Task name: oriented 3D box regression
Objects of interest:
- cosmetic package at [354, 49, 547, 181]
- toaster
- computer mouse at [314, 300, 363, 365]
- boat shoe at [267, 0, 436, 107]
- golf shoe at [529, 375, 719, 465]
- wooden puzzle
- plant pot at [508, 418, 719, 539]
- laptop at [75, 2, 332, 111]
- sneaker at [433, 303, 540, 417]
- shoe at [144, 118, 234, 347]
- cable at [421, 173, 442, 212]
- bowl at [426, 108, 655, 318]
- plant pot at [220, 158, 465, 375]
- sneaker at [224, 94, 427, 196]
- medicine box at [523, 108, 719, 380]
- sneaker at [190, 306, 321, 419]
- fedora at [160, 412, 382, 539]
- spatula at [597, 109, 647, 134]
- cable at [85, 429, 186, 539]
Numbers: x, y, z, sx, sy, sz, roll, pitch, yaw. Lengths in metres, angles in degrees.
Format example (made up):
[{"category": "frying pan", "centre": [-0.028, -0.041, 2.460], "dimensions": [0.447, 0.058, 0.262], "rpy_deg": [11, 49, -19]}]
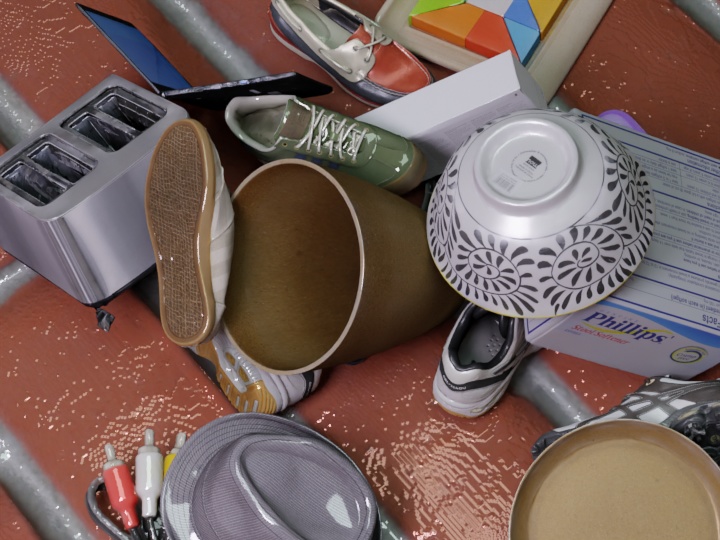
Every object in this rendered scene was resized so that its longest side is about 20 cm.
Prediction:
[{"category": "cosmetic package", "centre": [0.072, -0.135, 1.785], "dimensions": [0.200, 0.083, 0.051], "rpy_deg": [-22, 61, 19]}, {"category": "toaster", "centre": [-0.237, -0.070, 1.736], "dimensions": [0.181, 0.119, 0.200], "rpy_deg": [-40, 41, -19]}, {"category": "computer mouse", "centre": [-0.041, 0.003, 1.788], "dimensions": [0.059, 0.034, 0.200], "rpy_deg": [-8, 65, -24]}, {"category": "boat shoe", "centre": [-0.009, -0.228, 1.896], "dimensions": [0.200, 0.063, 0.071], "rpy_deg": [33, 64, 15]}, {"category": "golf shoe", "centre": [0.252, 0.144, 1.693], "dimensions": [0.200, 0.078, 0.095], "rpy_deg": [-9, 30, 6]}, {"category": "wooden puzzle", "centre": [0.141, -0.276, 1.939], "dimensions": [0.200, 0.037, 0.185], "rpy_deg": [26, 63, 13]}, {"category": "plant pot", "centre": [0.227, 0.228, 1.625], "dimensions": [0.200, 0.027, 0.200], "rpy_deg": [0, 86, 2]}, {"category": "laptop", "centre": [-0.145, -0.210, 1.803], "dimensions": [0.200, 0.177, 0.103], "rpy_deg": [-8, 90, 11]}, {"category": "sneaker", "centre": [0.138, 0.042, 1.723], "dimensions": [0.076, 0.088, 0.200], "rpy_deg": [25, 62, 15]}, {"category": "shoe", "centre": [-0.147, -0.032, 1.656], "dimensions": [0.070, 0.053, 0.200], "rpy_deg": [-3, 87, 27]}, {"category": "cable", "centre": [0.077, -0.091, 1.826], "dimensions": [0.097, 0.050, 0.200], "rpy_deg": [19, 62, 9]}, {"category": "bowl", "centre": [0.146, -0.069, 1.597], "dimensions": [0.201, 0.094, 0.201], "rpy_deg": [-6, 59, 11]}, {"category": "plant pot", "centre": [0.000, 0.000, 1.691], "dimensions": [0.200, 0.186, 0.186], "rpy_deg": [3, 49, -48]}, {"category": "sneaker", "centre": [-0.042, -0.119, 1.736], "dimensions": [0.200, 0.090, 0.067], "rpy_deg": [15, 76, 35]}, {"category": "medicine box", "centre": [0.243, -0.020, 1.714], "dimensions": [0.182, 0.103, 0.200], "rpy_deg": [16, 57, -28]}, {"category": "sneaker", "centre": [-0.111, 0.049, 1.745], "dimensions": [0.088, 0.076, 0.200], "rpy_deg": [-20, 62, -32]}, {"category": "fedora", "centre": [-0.065, 0.198, 1.610], "dimensions": [0.200, 0.090, 0.177], "rpy_deg": [39, 59, 1]}, {"category": "spatula", "centre": [0.193, -0.103, 1.842], "dimensions": [0.200, 0.021, 0.057], "rpy_deg": [-27, 65, -26]}, {"category": "cable", "centre": [-0.184, 0.237, 1.630], "dimensions": [0.097, 0.050, 0.200], "rpy_deg": [-9, 60, -7]}]
